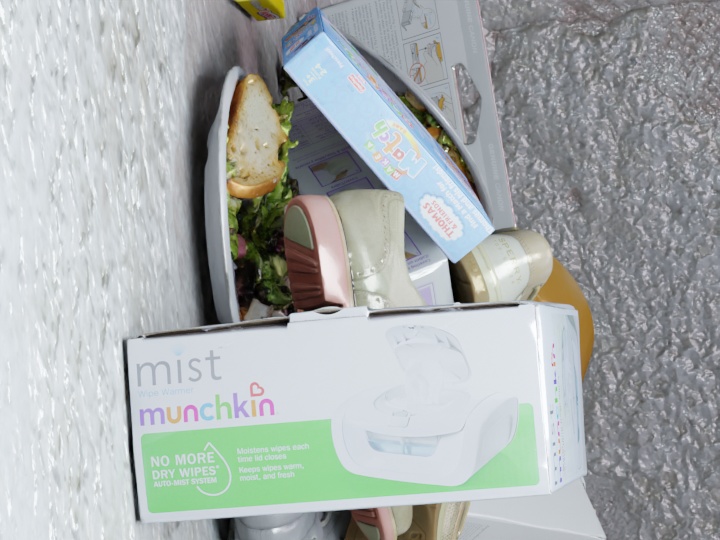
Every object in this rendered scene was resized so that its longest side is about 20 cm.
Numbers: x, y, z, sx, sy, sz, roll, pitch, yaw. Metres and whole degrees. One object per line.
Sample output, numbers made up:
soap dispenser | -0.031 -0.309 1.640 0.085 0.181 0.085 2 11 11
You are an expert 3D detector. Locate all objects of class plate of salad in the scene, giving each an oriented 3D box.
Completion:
plate of salad | 0.013 -0.091 1.690 0.200 0.048 0.200 41 -17 15
plate of salad | -0.054 -0.019 1.403 0.200 0.048 0.200 -5 90 -84

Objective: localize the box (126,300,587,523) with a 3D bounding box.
box | 0.004 0.066 1.201 0.176 0.200 0.097 5 81 -80

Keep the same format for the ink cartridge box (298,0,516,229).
ink cartridge box | 0.043 -0.111 1.793 0.045 0.176 0.200 -5 84 -49

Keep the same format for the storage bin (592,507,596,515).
storage bin | 0.086 0.279 1.814 0.200 0.198 0.094 -86 166 -50

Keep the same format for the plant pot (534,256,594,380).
plant pot | 0.064 0.092 1.859 0.183 0.200 0.200 -66 154 -47

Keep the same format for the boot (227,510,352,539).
boot | -0.035 0.123 1.399 0.200 0.073 0.096 -78 169 -65

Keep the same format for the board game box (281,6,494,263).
board game box | 0.013 -0.086 1.461 0.151 0.037 0.200 49 4 -9

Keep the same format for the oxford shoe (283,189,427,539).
oxford shoe | 0.013 0.052 1.335 0.071 0.074 0.200 -173 -108 -67

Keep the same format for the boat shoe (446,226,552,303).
boat shoe | 0.075 0.013 1.534 0.200 0.065 0.072 128 -60 -76

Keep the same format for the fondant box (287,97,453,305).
fondant box | 0.000 0.000 1.548 0.200 0.058 0.144 -126 -161 -47

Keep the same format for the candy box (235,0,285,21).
candy box | -0.072 -0.268 1.572 0.102 0.026 0.200 21 65 -86

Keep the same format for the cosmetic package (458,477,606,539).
cosmetic package | 0.065 0.151 1.659 0.200 0.085 0.108 18 41 -46

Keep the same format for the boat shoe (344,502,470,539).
boat shoe | 0.030 0.128 1.422 0.065 0.071 0.200 74 28 -55
